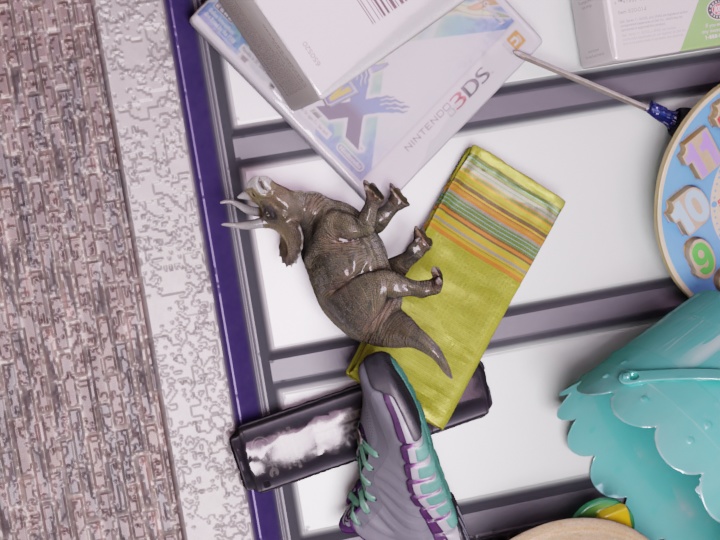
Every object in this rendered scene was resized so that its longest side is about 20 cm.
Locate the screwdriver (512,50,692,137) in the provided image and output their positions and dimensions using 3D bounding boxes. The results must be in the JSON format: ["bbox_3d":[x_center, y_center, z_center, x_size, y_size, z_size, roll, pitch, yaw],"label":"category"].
[{"bbox_3d":[0.206,-0.132,1.281,0.200,0.028,0.029,25,116,-17],"label":"screwdriver"}]

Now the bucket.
[{"bbox_3d":[0.256,0.123,1.223,0.135,0.207,0.207,-40,99,-12],"label":"bucket"}]

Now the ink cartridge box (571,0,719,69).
[{"bbox_3d":[0.213,-0.260,1.263,0.117,0.067,0.201,-10,94,-14],"label":"ink cartridge box"}]

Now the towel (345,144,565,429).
[{"bbox_3d":[0.072,0.011,1.251,0.086,0.018,0.200,29,78,0],"label":"towel"}]

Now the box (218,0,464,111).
[{"bbox_3d":[-0.015,-0.248,1.164,0.199,0.131,0.200,-36,98,-8],"label":"box"}]

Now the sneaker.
[{"bbox_3d":[0.016,0.153,1.210,0.087,0.074,0.200,-19,119,4],"label":"sneaker"}]

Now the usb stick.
[{"bbox_3d":[0.003,0.111,1.252,0.199,0.033,0.056,-18,98,-10],"label":"usb stick"}]

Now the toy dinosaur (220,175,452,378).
[{"bbox_3d":[0.000,0.000,1.218,0.102,0.077,0.200,-37,89,19],"label":"toy dinosaur"}]

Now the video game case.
[{"bbox_3d":[0.006,-0.177,1.249,0.200,0.022,0.182,45,83,-9],"label":"video game case"}]

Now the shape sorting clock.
[{"bbox_3d":[0.313,-0.058,1.290,0.199,0.039,0.201,-4,102,-19],"label":"shape sorting clock"}]

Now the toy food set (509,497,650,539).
[{"bbox_3d":[0.151,0.271,1.255,0.197,0.049,0.201,-18,112,-9],"label":"toy food set"}]
